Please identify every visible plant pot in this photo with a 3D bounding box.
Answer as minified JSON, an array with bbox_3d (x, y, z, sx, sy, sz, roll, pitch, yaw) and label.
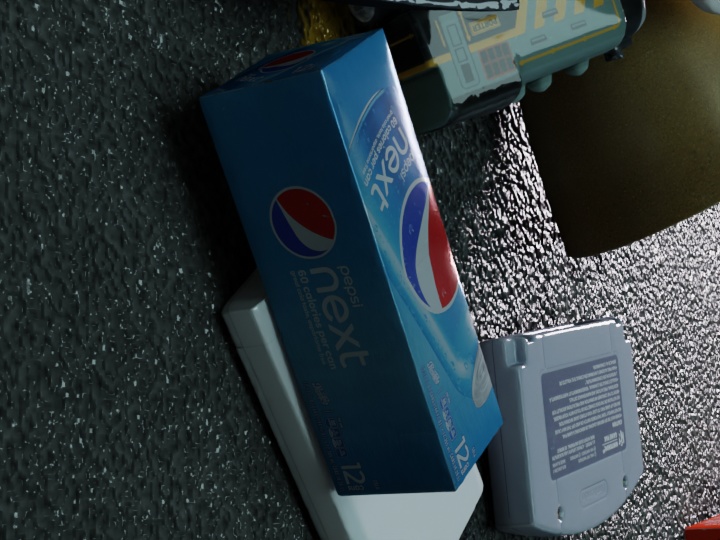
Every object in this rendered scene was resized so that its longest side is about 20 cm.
[{"bbox_3d":[0.176,-0.141,0.919,0.202,0.185,0.186,62,35,-6],"label":"plant pot"}]

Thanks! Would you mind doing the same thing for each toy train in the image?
[{"bbox_3d":[0.081,-0.154,0.787,0.199,0.085,0.115,-24,98,-32],"label":"toy train"}]

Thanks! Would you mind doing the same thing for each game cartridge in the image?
[{"bbox_3d":[0.136,0.104,0.919,0.199,0.040,0.135,-4,84,-59],"label":"game cartridge"}]

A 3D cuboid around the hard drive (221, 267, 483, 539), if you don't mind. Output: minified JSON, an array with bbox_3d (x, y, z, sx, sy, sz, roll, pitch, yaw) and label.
[{"bbox_3d":[0.003,0.071,0.712,0.132,0.026,0.202,-52,127,-50],"label":"hard drive"}]

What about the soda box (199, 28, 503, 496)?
[{"bbox_3d":[0.000,0.000,0.630,0.064,0.067,0.202,-44,121,-53],"label":"soda box"}]

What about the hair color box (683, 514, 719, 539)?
[{"bbox_3d":[0.347,0.268,1.211,0.199,0.063,0.113,4,80,-57],"label":"hair color box"}]

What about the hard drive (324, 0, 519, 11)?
[{"bbox_3d":[-0.013,-0.191,0.656,0.198,0.042,0.137,2,82,-34],"label":"hard drive"}]

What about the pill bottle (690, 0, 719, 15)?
[{"bbox_3d":[0.194,-0.259,0.831,0.112,0.113,0.201,24,31,-55],"label":"pill bottle"}]
